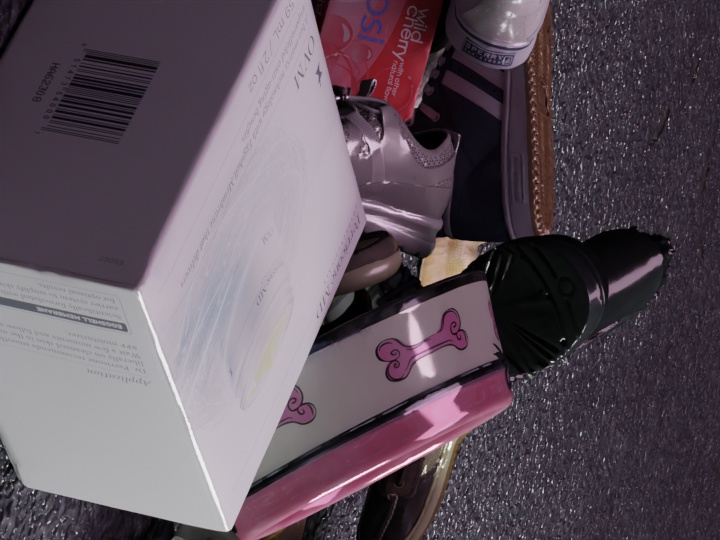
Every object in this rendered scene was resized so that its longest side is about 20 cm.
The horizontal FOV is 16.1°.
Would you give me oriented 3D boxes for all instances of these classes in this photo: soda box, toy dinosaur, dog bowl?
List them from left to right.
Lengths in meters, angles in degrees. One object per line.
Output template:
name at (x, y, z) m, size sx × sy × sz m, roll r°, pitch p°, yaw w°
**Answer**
dog bowl at (-0.006, 0.077, 1.371) m, size 0.074 × 0.200 × 0.200 m, roll 62°, pitch 19°, yaw 7°
soda box at (0.017, -0.189, 1.454) m, size 0.063 × 0.070 × 0.201 m, roll -142°, pitch -114°, yaw -74°
toy dinosaur at (0.073, 0.008, 1.829) m, size 0.101 × 0.058 × 0.201 m, roll -19°, pitch 111°, yaw -52°

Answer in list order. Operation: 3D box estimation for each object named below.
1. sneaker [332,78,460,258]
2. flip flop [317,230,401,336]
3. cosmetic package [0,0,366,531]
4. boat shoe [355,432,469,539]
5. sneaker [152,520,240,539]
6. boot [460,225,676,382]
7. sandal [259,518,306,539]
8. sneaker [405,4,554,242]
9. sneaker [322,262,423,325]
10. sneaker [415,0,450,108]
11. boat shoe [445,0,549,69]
sneaker at (-0.022, -0.074, 1.395) m, size 0.200 × 0.075 × 0.082 m, roll 22°, pitch 91°, yaw -49°
flip flop at (-0.022, 0.019, 1.402) m, size 0.081 × 0.200 × 0.058 m, roll -27°, pitch 93°, yaw -20°
cosmetic package at (-0.097, -0.019, 1.209) m, size 0.200 × 0.123 × 0.200 m, roll 76°, pitch 31°, yaw -52°
boat shoe at (0.029, 0.103, 1.631) m, size 0.072 × 0.066 × 0.201 m, roll -102°, pitch -151°, yaw -50°
sneaker at (-0.080, 0.201, 1.431) m, size 0.199 × 0.079 × 0.130 m, roll 34°, pitch 76°, yaw -58°
boot at (0.120, 0.015, 1.484) m, size 0.162 × 0.198 × 0.074 m, roll -22°, pitch 80°, yaw -38°
sandal at (-0.042, 0.135, 1.530) m, size 0.080 × 0.054 × 0.201 m, roll -24°, pitch 125°, yaw -55°
sneaker at (0.058, -0.112, 1.529) m, size 0.070 × 0.108 × 0.201 m, roll 38°, pitch 50°, yaw -67°
sneaker at (0.000, 0.000, 1.532) m, size 0.074 × 0.081 × 0.201 m, roll -50°, pitch 139°, yaw -46°
sneaker at (0.048, -0.181, 1.600) m, size 0.088 × 0.074 × 0.200 m, roll 87°, pitch 28°, yaw -50°
boat shoe at (0.090, -0.212, 1.462) m, size 0.086 × 0.074 × 0.202 m, roll 113°, pitch -6°, yaw -45°
